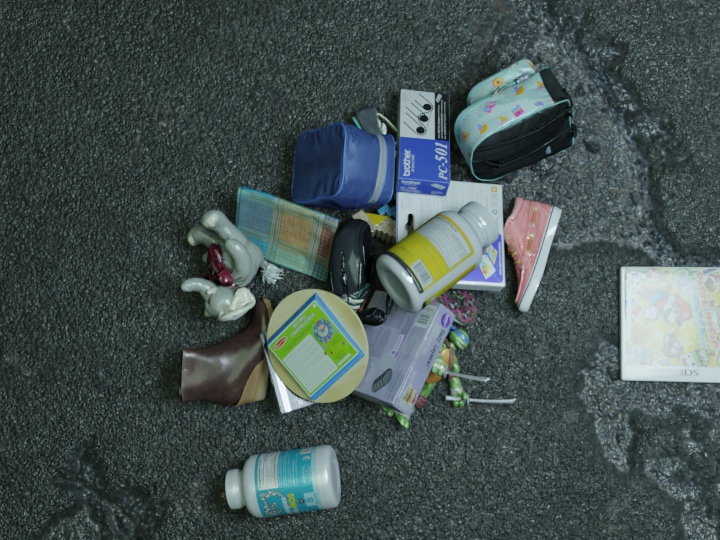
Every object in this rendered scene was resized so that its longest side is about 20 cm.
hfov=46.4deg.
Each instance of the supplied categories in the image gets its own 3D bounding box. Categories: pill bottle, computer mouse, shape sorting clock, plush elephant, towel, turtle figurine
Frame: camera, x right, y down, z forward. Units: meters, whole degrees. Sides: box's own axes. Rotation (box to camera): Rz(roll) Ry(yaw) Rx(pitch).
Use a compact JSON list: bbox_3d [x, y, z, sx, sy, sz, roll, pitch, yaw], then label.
[{"bbox_3d":[-0.140,0.382,1.513,0.197,0.111,0.113,-9,84,7],"label":"pill bottle"},{"bbox_3d":[0.000,0.000,1.456,0.138,0.046,0.203,2,73,29],"label":"computer mouse"},{"bbox_3d":[-0.075,0.131,1.459,0.197,0.039,0.203,6,106,21],"label":"shape sorting clock"},{"bbox_3d":[0.131,-0.028,1.393,0.199,0.112,0.113,-35,81,-18],"label":"pill bottle"},{"bbox_3d":[-0.253,0.014,1.528,0.199,0.164,0.156,37,67,-21],"label":"plush elephant"},{"bbox_3d":[-0.142,-0.067,1.552,0.197,0.022,0.148,20,129,9],"label":"towel"},{"bbox_3d":[0.139,0.208,1.475,0.193,0.144,0.201,-40,78,8],"label":"turtle figurine"}]

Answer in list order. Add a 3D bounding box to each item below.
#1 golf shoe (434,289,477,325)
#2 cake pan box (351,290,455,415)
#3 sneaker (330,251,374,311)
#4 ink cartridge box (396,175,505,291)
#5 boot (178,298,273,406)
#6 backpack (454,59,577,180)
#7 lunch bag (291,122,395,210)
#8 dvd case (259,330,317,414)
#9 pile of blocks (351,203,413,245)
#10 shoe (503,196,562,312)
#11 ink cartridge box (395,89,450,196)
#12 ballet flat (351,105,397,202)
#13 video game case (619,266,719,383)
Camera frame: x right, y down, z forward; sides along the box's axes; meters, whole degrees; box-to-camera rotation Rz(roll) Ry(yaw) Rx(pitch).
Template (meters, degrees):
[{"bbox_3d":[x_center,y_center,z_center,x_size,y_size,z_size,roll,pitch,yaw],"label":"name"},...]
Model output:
[{"bbox_3d":[0.125,0.033,1.533,0.199,0.092,0.073,39,57,-7],"label":"golf shoe"},{"bbox_3d":[0.055,0.134,1.467,0.183,0.052,0.202,9,68,50],"label":"cake pan box"},{"bbox_3d":[-0.025,0.051,1.518,0.070,0.080,0.203,20,75,-6],"label":"sneaker"},{"bbox_3d":[0.156,-0.066,1.493,0.196,0.043,0.201,5,69,-7],"label":"ink cartridge box"},{"bbox_3d":[-0.244,0.147,1.534,0.164,0.072,0.204,5,93,-25],"label":"boot"},{"bbox_3d":[0.262,-0.258,1.482,0.198,0.176,0.154,-32,65,3],"label":"backpack"},{"bbox_3d":[-0.029,-0.178,1.511,0.131,0.199,0.138,8,86,-34],"label":"lunch bag"},{"bbox_3d":[-0.072,0.162,1.535,0.197,0.016,0.151,-15,84,-17],"label":"dvd case"},{"bbox_3d":[0.082,-0.077,1.550,0.197,0.062,0.083,15,75,1],"label":"pile of blocks"},{"bbox_3d":[0.291,-0.031,1.513,0.090,0.071,0.203,18,83,10],"label":"shoe"},{"bbox_3d":[0.113,-0.232,1.515,0.092,0.044,0.203,5,61,-4],"label":"ink cartridge box"},{"bbox_3d":[0.054,-0.220,1.559,0.072,0.073,0.202,-28,80,4],"label":"ballet flat"},{"bbox_3d":[0.552,0.095,1.489,0.179,0.023,0.204,0,85,7],"label":"video game case"}]
